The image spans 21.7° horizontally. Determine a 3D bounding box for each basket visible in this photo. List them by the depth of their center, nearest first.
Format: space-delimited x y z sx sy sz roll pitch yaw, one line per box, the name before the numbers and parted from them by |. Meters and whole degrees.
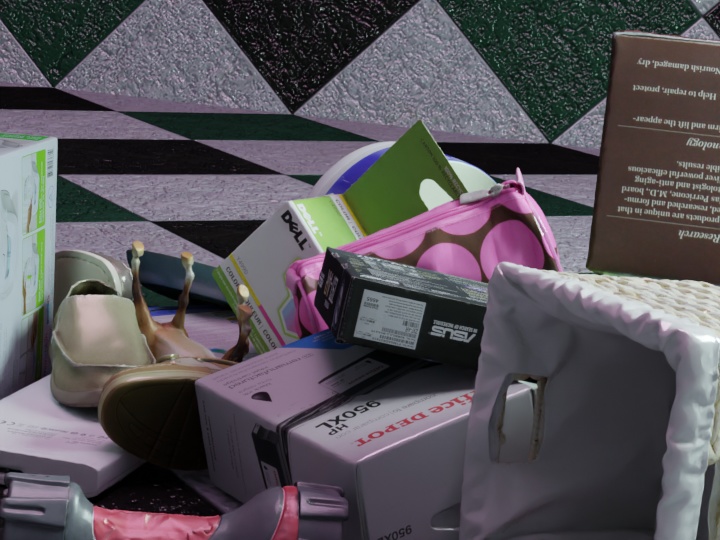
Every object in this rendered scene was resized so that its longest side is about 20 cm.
basket | 0.177 0.109 1.084 0.160 0.200 0.200 1 11 -28

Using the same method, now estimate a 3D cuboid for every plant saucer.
plant saucer | -0.120 0.023 1.701 0.199 0.028 0.200 16 -8 2

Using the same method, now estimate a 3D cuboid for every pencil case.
pencil case | 0.043 0.001 1.364 0.199 0.094 0.091 -22 39 0

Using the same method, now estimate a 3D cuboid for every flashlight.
flashlight | -0.108 0.149 1.084 0.199 0.068 0.068 8 44 -9

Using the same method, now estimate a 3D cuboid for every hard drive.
hard drive | -0.207 0.115 1.342 0.131 0.026 0.200 8 11 15

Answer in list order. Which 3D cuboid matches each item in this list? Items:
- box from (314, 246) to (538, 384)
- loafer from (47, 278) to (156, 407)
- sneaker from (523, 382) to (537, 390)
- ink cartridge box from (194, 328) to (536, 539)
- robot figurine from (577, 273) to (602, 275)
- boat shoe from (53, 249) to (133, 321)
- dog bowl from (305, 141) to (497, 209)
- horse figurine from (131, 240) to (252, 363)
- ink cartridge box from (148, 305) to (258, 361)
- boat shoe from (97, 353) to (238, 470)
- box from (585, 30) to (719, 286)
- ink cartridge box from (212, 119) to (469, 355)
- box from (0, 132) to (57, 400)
box | 0.075 0.034 1.250 0.199 0.044 0.160 13 5 -9
loafer | -0.199 0.054 1.408 0.075 0.069 0.200 0 12 -20
sneaker | 0.132 0.077 1.425 0.199 0.076 0.088 -3 49 -14
ink cartridge box | 0.005 0.110 1.228 0.144 0.085 0.200 -20 23 -30
robot figurine | 0.169 0.061 1.533 0.199 0.116 0.175 1 18 -18
boat shoe | -0.238 0.023 1.579 0.059 0.072 0.200 -5 -8 -37
dog bowl | 0.038 -0.005 1.597 0.199 0.202 0.079 -4 16 -37
horse figurine | -0.124 0.062 1.452 0.199 0.133 0.050 27 30 35
ink cartridge box | -0.119 0.068 1.582 0.119 0.042 0.199 -4 16 -40
boat shoe | -0.103 0.094 1.323 0.200 0.074 0.063 4 25 -37
box | 0.286 -0.092 1.580 0.163 0.202 0.166 7 5 11
ink cartridge box | 0.000 0.000 1.448 0.200 0.148 0.076 -42 -18 33
box | -0.300 0.003 1.425 0.096 0.201 0.176 5 12 9
